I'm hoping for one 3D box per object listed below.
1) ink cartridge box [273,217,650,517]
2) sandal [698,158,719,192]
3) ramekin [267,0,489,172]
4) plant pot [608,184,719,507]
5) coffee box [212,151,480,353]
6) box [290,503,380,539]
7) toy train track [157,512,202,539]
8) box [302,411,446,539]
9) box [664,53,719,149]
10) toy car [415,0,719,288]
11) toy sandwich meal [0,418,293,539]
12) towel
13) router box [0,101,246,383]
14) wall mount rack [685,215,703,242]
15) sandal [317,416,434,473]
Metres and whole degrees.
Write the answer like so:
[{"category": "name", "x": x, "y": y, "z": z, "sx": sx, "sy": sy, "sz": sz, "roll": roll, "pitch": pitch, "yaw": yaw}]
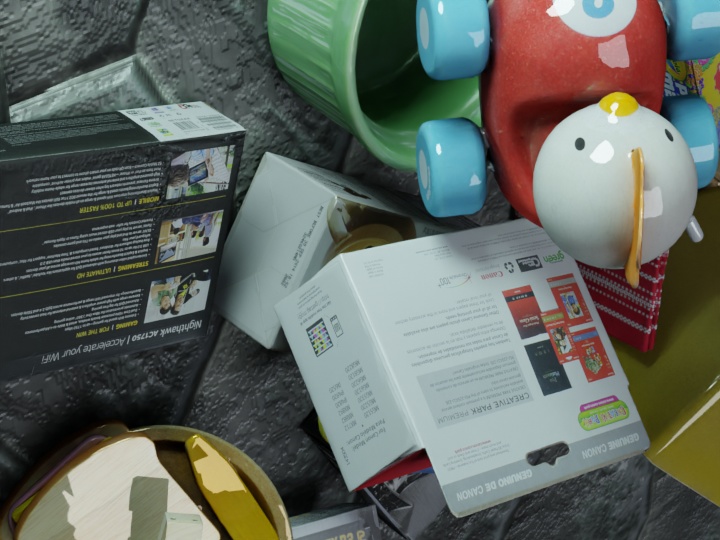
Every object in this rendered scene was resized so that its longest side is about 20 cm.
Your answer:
[{"category": "ink cartridge box", "x": 0.070, "y": 0.069, "z": 1.128, "sx": 0.199, "sy": 0.176, "sz": 0.084, "roll": -11, "pitch": 162, "yaw": -41}, {"category": "sandal", "x": 0.274, "y": -0.094, "z": 1.441, "sx": 0.211, "sy": 0.069, "sz": 0.078, "roll": 24, "pitch": 61, "yaw": -53}, {"category": "ramekin", "x": 0.034, "y": -0.174, "z": 1.129, "sx": 0.199, "sy": 0.098, "sz": 0.201, "roll": -27, "pitch": 132, "yaw": -34}, {"category": "plant pot", "x": 0.287, "y": 0.051, "z": 1.427, "sx": 0.176, "sy": 0.200, "sz": 0.200, "roll": -41, "pitch": 143, "yaw": 13}, {"category": "coffee box", "x": 0.000, "y": 0.000, "z": 1.220, "sx": 0.200, "sy": 0.080, "sz": 0.113, "roll": 14, "pitch": 105, "yaw": -50}, {"category": "box", "x": -0.064, "y": 0.269, "z": 1.276, "sx": 0.199, "sy": 0.048, "sz": 0.159, "roll": -11, "pitch": 90, "yaw": -39}, {"category": "toy train track", "x": -0.135, "y": 0.243, "z": 1.115, "sx": 0.114, "sy": 0.033, "sz": 0.201, "roll": 8, "pitch": 118, "yaw": -22}, {"category": "box", "x": 0.061, "y": 0.096, "z": 1.375, "sx": 0.200, "sy": 0.048, "sz": 0.159, "roll": -49, "pitch": 140, "yaw": -12}, {"category": "box", "x": 0.226, "y": -0.216, "z": 1.233, "sx": 0.200, "sy": 0.192, "sz": 0.122, "roll": -43, "pitch": 139, "yaw": -18}, {"category": "toy car", "x": 0.141, "y": -0.078, "z": 1.013, "sx": 0.183, "sy": 0.200, "sz": 0.178, "roll": -6, "pitch": 120, "yaw": -9}, {"category": "toy sandwich meal", "x": -0.134, "y": 0.191, "z": 1.148, "sx": 0.204, "sy": 0.070, "sz": 0.206, "roll": -1, "pitch": 94, "yaw": -12}, {"category": "towel", "x": 0.179, "y": -0.048, "z": 1.330, "sx": 0.022, "sy": 0.144, "sz": 0.201, "roll": -24, "pitch": 130, "yaw": -42}, {"category": "router box", "x": -0.170, "y": -0.017, "z": 1.048, "sx": 0.199, "sy": 0.051, "sz": 0.150, "roll": -11, "pitch": 124, "yaw": -43}, {"category": "wall mount rack", "x": 0.146, "y": -0.062, "z": 1.237, "sx": 0.173, "sy": 0.199, "sz": 0.075, "roll": 12, "pitch": 76, "yaw": -48}, {"category": "sandal", "x": 0.068, "y": 0.088, "z": 1.223, "sx": 0.199, "sy": 0.087, "sz": 0.080, "roll": -27, "pitch": 134, "yaw": -33}]
